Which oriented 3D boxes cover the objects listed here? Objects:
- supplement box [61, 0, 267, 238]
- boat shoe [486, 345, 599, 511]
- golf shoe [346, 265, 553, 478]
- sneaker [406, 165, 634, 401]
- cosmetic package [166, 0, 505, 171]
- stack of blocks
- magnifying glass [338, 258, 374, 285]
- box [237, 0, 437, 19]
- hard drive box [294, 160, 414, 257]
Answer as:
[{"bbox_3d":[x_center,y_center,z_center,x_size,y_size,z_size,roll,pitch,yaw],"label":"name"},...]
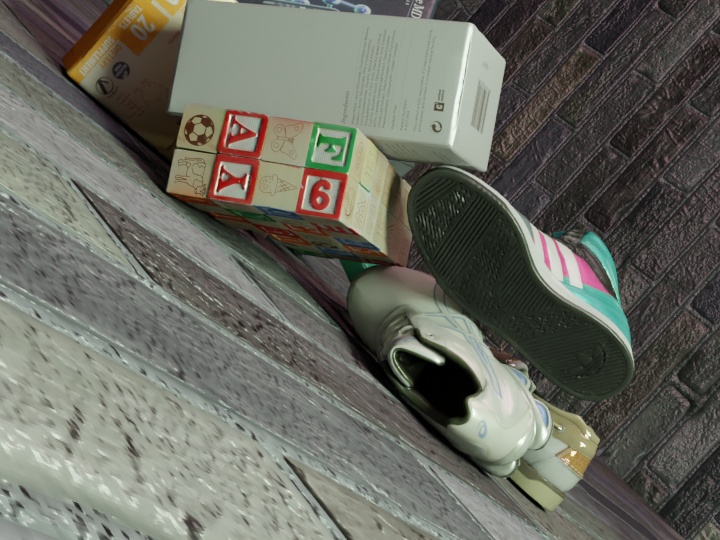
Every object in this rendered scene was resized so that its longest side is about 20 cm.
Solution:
[{"bbox_3d":[-0.112,-0.138,0.945,0.200,0.126,0.074,40,2,-24],"label":"supplement box"},{"bbox_3d":[0.102,0.095,0.945,0.200,0.068,0.075,44,3,33],"label":"boat shoe"},{"bbox_3d":[0.043,0.050,0.817,0.097,0.078,0.200,30,10,-49],"label":"golf shoe"},{"bbox_3d":[0.117,-0.009,0.864,0.200,0.084,0.121,46,21,-9],"label":"sneaker"},{"bbox_3d":[-0.015,-0.123,0.824,0.200,0.085,0.108,10,0,17],"label":"cosmetic package"},{"bbox_3d":[-0.038,-0.052,0.834,0.115,0.059,0.200,10,-6,15],"label":"stack of blocks"},{"bbox_3d":[0.000,0.000,0.984,0.080,0.022,0.200,53,12,-33],"label":"magnifying glass"},{"bbox_3d":[-0.046,-0.205,1.062,0.200,0.148,0.107,18,-40,-1],"label":"box"},{"bbox_3d":[-0.066,-0.137,1.139,0.200,0.156,0.077,44,-26,14],"label":"hard drive box"}]
